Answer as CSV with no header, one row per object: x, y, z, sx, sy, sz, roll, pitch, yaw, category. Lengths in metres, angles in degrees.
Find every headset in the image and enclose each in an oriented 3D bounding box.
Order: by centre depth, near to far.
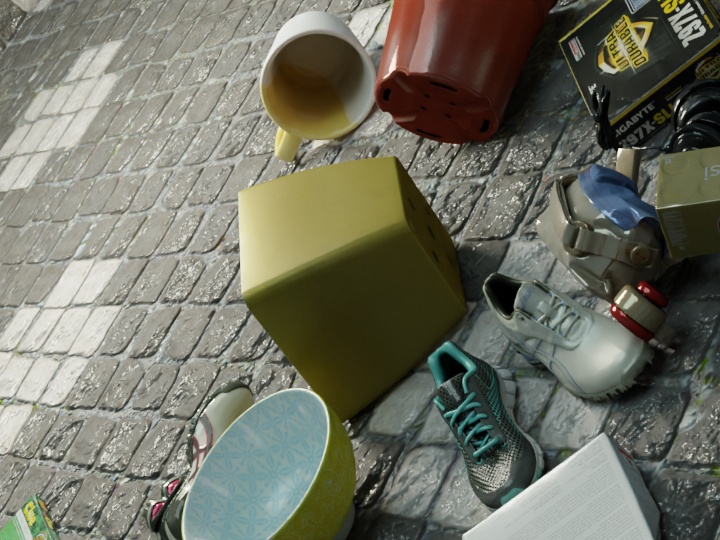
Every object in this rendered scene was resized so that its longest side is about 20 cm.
0.311,-0.134,1.484,0.199,0.094,0.124,-4,33,16,headset

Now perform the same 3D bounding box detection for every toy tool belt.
0.245,-0.033,1.480,0.123,0.125,0.200,-52,29,11,toy tool belt

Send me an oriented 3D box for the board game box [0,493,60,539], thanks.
-0.406,0.360,2.002,0.105,0.023,0.200,-50,30,3,board game box

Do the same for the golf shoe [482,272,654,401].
0.178,0.054,1.492,0.078,0.097,0.200,-53,31,-11,golf shoe

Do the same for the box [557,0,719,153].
0.298,-0.228,1.710,0.159,0.049,0.200,-37,31,18,box

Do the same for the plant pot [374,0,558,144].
0.112,-0.263,1.877,0.200,0.200,0.196,-9,56,49,plant pot

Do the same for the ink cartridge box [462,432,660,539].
0.178,0.250,1.328,0.162,0.050,0.201,-39,39,17,ink cartridge box

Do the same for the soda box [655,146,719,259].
0.349,-0.066,1.368,0.199,0.064,0.068,-7,45,21,soda box

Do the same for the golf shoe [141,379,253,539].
-0.154,0.216,1.797,0.088,0.077,0.201,10,64,35,golf shoe

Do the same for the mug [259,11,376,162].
-0.072,-0.258,2.158,0.186,0.150,0.153,-34,24,13,mug

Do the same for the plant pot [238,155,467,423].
0.000,0.000,1.719,0.176,0.200,0.201,-26,34,14,plant pot

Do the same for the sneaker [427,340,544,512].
0.103,0.139,1.499,0.078,0.091,0.200,-42,30,14,sneaker

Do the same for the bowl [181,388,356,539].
-0.069,0.226,1.613,0.200,0.108,0.201,-34,33,26,bowl
